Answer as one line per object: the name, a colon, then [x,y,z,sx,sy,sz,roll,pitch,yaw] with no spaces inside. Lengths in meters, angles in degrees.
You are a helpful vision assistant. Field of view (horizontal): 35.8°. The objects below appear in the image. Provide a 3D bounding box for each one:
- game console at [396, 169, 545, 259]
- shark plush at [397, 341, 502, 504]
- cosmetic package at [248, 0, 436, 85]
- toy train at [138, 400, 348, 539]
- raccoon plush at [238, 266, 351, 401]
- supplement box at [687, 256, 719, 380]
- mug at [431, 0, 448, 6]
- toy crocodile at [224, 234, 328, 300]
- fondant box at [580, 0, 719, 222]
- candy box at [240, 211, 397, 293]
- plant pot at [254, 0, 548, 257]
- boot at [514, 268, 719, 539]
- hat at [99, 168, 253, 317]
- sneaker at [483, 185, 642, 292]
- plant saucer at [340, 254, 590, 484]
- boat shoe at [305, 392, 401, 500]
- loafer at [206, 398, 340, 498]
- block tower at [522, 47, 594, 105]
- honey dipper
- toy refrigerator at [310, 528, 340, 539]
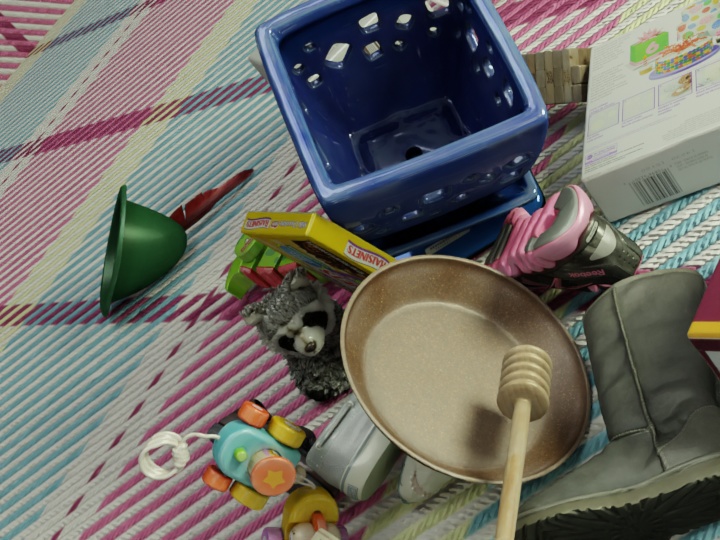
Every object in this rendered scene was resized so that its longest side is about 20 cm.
game console: [0.088,-0.066,1.134,0.200,0.118,0.171,-32,63,18]
shark plush: [0.075,0.091,0.908,0.083,0.090,0.201,124,162,-49]
cosmetic package: [0.005,-0.228,1.289,0.165,0.165,0.200,-44,31,-4]
toy train: [-0.084,0.204,0.847,0.150,0.201,0.056,-23,21,-15]
raccoon plush: [-0.073,0.044,1.065,0.097,0.134,0.200,-51,31,-12]
supplement box: [0.300,-0.003,0.714,0.085,0.110,0.200,-3,48,48]
mug: [0.168,-0.437,1.410,0.199,0.148,0.176,22,56,25]
toy crocodile: [-0.083,-0.007,1.212,0.199,0.067,0.062,-6,51,48]
fondant box: [0.275,-0.149,0.983,0.144,0.058,0.201,-21,37,32]
candy box: [0.000,0.000,0.976,0.102,0.200,0.027,8,73,53]
plant pot: [0.044,-0.131,0.986,0.199,0.180,0.201,-22,64,2]
boot: [0.175,0.096,0.776,0.181,0.073,0.201,-19,42,13]
hat: [-0.239,-0.024,1.464,0.166,0.175,0.201,-110,33,-56]
sneaker: [0.165,-0.007,0.919,0.079,0.095,0.200,-65,10,-10]
plant saucer: [0.075,0.077,0.838,0.037,0.200,0.201,117,173,-48]
boat shoe: [0.023,0.091,0.920,0.071,0.070,0.201,26,63,18]
loafer: [-0.072,0.154,0.995,0.063,0.072,0.200,-49,28,-19]
block tower: [0.152,-0.192,1.144,0.199,0.054,0.058,2,9,41]
honey dipper: [0.102,0.124,0.736,0.038,0.038,0.200,-24,25,28]
toy refrigerator: [0.018,0.253,0.760,0.076,0.070,0.200,-52,31,-15]
